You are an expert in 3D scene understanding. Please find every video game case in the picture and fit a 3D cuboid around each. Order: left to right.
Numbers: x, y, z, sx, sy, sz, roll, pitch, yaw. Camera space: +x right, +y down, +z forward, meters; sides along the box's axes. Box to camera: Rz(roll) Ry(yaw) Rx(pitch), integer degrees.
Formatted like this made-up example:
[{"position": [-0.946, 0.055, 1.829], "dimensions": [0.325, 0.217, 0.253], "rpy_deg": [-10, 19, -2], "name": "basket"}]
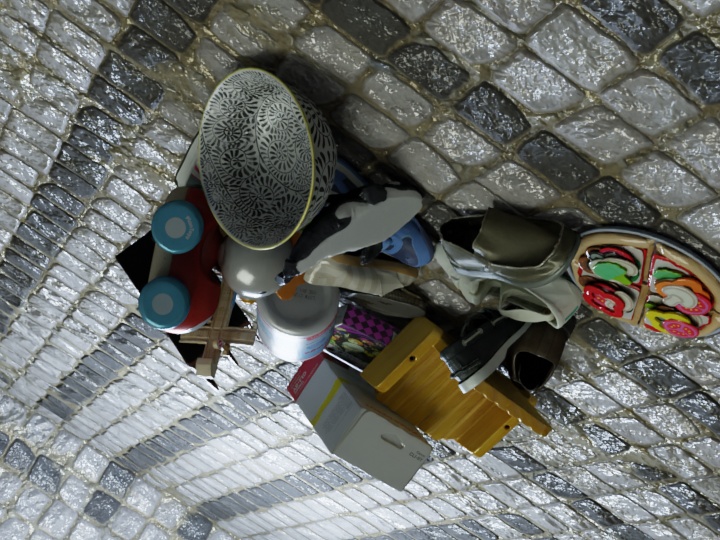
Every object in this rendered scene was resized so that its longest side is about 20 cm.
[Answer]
[{"position": [0.022, 0.115, 1.899], "dimensions": [0.198, 0.036, 0.181], "rpy_deg": [27, 160, -20], "name": "video game case"}]

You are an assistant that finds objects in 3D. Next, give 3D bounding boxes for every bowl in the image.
[{"position": [-0.089, -0.129, 1.482], "dimensions": [0.199, 0.204, 0.094], "rpy_deg": [3, -171, 44], "name": "bowl"}]

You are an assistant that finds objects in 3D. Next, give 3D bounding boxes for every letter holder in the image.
[{"position": [-0.229, 0.050, 1.805], "dimensions": [0.201, 0.100, 0.142], "rpy_deg": [52, 175, 24], "name": "letter holder"}]

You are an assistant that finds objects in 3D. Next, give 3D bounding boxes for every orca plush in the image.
[{"position": [-0.025, -0.053, 1.511], "dimensions": [0.071, 0.199, 0.106], "rpy_deg": [41, 164, 38], "name": "orca plush"}]

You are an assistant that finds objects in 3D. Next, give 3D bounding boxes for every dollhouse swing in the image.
[{"position": [0.131, 0.189, 1.765], "dimensions": [0.199, 0.177, 0.182], "rpy_deg": [36, 111, -24], "name": "dollhouse swing"}]

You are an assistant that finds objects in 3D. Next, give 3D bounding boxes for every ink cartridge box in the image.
[{"position": [-0.004, 0.212, 1.879], "dimensions": [0.144, 0.084, 0.200], "rpy_deg": [33, -173, -31], "name": "ink cartridge box"}]

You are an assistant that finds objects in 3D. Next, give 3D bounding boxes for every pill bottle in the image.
[{"position": [-0.085, 0.059, 1.738], "dimensions": [0.108, 0.110, 0.200], "rpy_deg": [27, 163, 4], "name": "pill bottle"}]

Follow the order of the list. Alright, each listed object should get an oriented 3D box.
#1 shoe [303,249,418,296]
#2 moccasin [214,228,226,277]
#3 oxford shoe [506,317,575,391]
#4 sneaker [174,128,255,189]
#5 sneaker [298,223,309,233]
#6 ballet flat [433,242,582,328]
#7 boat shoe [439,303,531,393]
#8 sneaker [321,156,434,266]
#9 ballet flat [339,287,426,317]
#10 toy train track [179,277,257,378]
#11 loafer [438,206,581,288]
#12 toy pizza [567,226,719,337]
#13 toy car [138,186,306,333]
[{"position": [0.000, 0.000, 1.633], "dimensions": [0.070, 0.054, 0.199], "rpy_deg": [29, -169, 38], "name": "shoe"}, {"position": [-0.183, -0.020, 1.852], "dimensions": [0.073, 0.078, 0.202], "rpy_deg": [11, 150, 35], "name": "moccasin"}, {"position": [0.217, 0.119, 1.684], "dimensions": [0.072, 0.085, 0.201], "rpy_deg": [23, 157, 8], "name": "oxford shoe"}, {"position": [-0.157, -0.121, 1.634], "dimensions": [0.120, 0.084, 0.200], "rpy_deg": [40, 154, -2], "name": "sneaker"}, {"position": [-0.093, -0.043, 1.715], "dimensions": [0.198, 0.076, 0.105], "rpy_deg": [18, 154, 22], "name": "sneaker"}, {"position": [0.166, 0.018, 1.565], "dimensions": [0.198, 0.070, 0.070], "rpy_deg": [19, 154, 22], "name": "ballet flat"}, {"position": [0.154, 0.075, 1.578], "dimensions": [0.075, 0.200, 0.061], "rpy_deg": [-37, 93, 28], "name": "boat shoe"}, {"position": [0.001, -0.055, 1.582], "dimensions": [0.199, 0.083, 0.074], "rpy_deg": [35, 153, -16], "name": "sneaker"}, {"position": [0.001, 0.022, 1.788], "dimensions": [0.198, 0.047, 0.068], "rpy_deg": [12, 157, 24], "name": "ballet flat"}, {"position": [-0.182, 0.040, 1.690], "dimensions": [0.113, 0.202, 0.033], "rpy_deg": [1, 155, 26], "name": "toy train track"}, {"position": [0.160, -0.029, 1.468], "dimensions": [0.199, 0.076, 0.070], "rpy_deg": [-2, 146, 49], "name": "loafer"}, {"position": [0.317, 0.022, 1.449], "dimensions": [0.198, 0.032, 0.201], "rpy_deg": [24, 155, 12], "name": "toy pizza"}, {"position": [-0.156, 0.000, 1.594], "dimensions": [0.197, 0.179, 0.184], "rpy_deg": [11, -176, -3], "name": "toy car"}]
